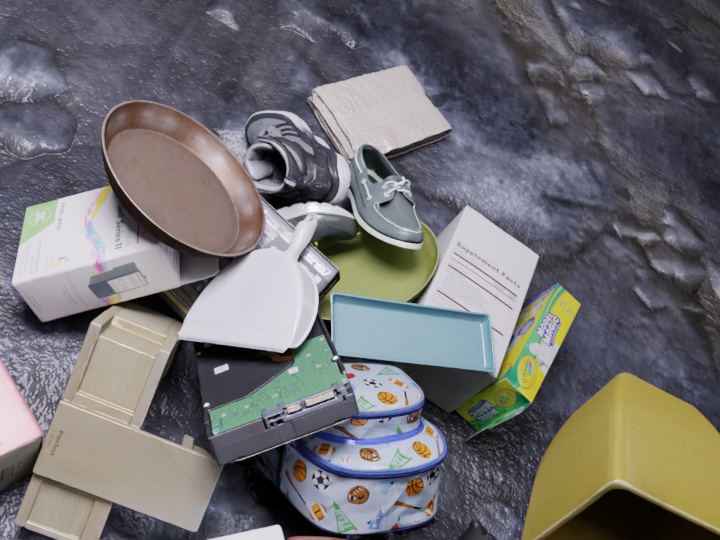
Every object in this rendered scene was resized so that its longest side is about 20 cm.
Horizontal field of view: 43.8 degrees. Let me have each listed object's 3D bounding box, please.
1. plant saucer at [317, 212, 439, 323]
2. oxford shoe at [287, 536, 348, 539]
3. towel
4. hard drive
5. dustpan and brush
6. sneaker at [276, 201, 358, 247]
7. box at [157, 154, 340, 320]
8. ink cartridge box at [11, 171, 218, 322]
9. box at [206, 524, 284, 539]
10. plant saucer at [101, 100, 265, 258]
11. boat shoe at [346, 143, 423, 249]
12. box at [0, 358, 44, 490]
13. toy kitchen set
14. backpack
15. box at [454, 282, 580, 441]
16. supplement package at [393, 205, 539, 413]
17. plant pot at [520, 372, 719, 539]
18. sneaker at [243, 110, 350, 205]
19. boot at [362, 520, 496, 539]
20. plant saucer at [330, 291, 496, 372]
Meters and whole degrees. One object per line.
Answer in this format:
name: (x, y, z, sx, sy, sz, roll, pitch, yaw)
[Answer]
plant saucer: (0.000, 0.000, 1.085, 0.196, 0.031, 0.202, -8, 39, 7)
oxford shoe: (-0.034, 0.299, 0.840, 0.069, 0.201, 0.076, 3, 60, 7)
towel: (0.030, -0.226, 1.290, 0.198, 0.035, 0.134, -24, 74, -35)
hard drive: (-0.088, 0.102, 0.877, 0.138, 0.038, 0.200, -20, 25, -7)
dustpan and brush: (-0.089, 0.006, 0.934, 0.137, 0.058, 0.202, 4, 57, 26)
sneaker: (-0.097, -0.028, 1.082, 0.196, 0.075, 0.086, -6, 73, -8)
box: (-0.145, -0.004, 1.010, 0.200, 0.049, 0.161, 42, 81, 7)
ink cartridge box: (-0.252, -0.031, 0.940, 0.196, 0.068, 0.118, -14, 47, 4)
box: (-0.169, 0.315, 0.788, 0.197, 0.153, 0.108, -5, 63, -27)
plant saucer: (-0.187, -0.089, 0.928, 0.199, 0.034, 0.202, 35, 32, -26)
boat shoe: (0.029, -0.093, 1.094, 0.072, 0.063, 0.201, 9, 27, -25)
box: (-0.398, 0.117, 0.825, 0.127, 0.109, 0.201, -27, 75, -35)
toy kitchen set: (-0.217, 0.162, 0.910, 0.161, 0.180, 0.203, 22, 93, -7)
backpack: (-0.002, 0.182, 0.918, 0.197, 0.157, 0.190, -9, 29, -29)
box: (0.189, 0.115, 1.106, 0.048, 0.117, 0.201, 39, 52, -6)
supplement package: (0.120, 0.047, 1.111, 0.119, 0.121, 0.201, 33, 52, -6)
plant pot: (0.322, 0.245, 1.056, 0.192, 0.196, 0.202, 26, 44, -9)
sneaker: (-0.107, -0.148, 1.101, 0.113, 0.076, 0.199, 1, 29, -47)
boot: (0.079, 0.323, 0.955, 0.161, 0.073, 0.200, -25, 81, -33)
plant saucer: (0.057, 0.071, 0.978, 0.197, 0.019, 0.071, 8, 64, -21)
